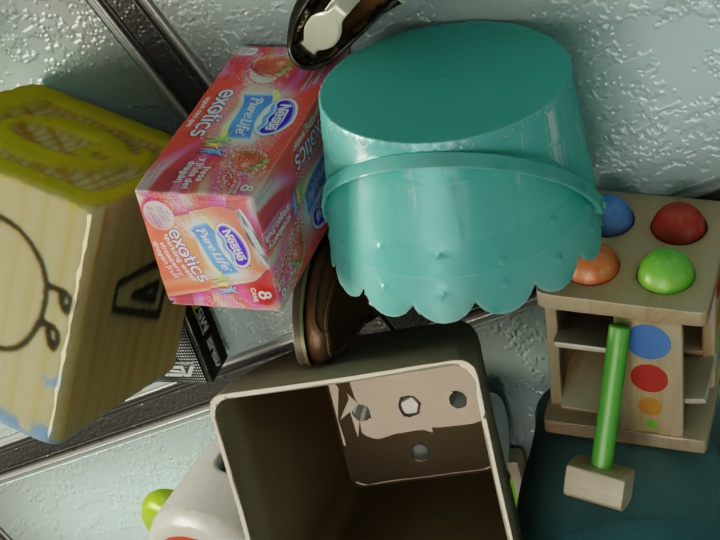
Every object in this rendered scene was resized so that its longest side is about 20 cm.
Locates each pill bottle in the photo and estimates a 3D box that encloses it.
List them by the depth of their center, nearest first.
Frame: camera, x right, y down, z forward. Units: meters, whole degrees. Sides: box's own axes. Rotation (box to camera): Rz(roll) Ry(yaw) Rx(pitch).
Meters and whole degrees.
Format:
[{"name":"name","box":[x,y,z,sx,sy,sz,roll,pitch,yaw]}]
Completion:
[{"name":"pill bottle","box":[0.023,0.150,1.305,0.198,0.114,0.115,1,129,24]}]

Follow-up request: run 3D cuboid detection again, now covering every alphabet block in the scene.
[{"name":"alphabet block","box":[-0.251,-0.013,1.179,0.194,0.196,0.202,20,113,15]}]

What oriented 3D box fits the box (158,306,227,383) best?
[{"name":"box","box":[-0.241,0.017,1.354,0.198,0.048,0.195,1,126,23]}]

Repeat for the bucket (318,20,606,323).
[{"name":"bucket","box":[0.066,-0.074,1.035,0.205,0.208,0.136,3,126,21]}]

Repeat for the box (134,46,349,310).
[{"name":"box","box":[-0.074,-0.072,1.091,0.094,0.201,0.103,4,129,20]}]

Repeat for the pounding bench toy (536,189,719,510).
[{"name":"pounding bench toy","box":[0.195,0.053,1.082,0.123,0.201,0.157,7,132,19]}]

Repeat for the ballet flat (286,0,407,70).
[{"name":"ballet flat","box":[0.011,-0.204,1.031,0.068,0.069,0.200,37,134,-8]}]

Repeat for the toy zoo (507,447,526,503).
[{"name":"toy zoo","box":[0.070,0.216,1.407,0.198,0.021,0.132,0,129,25]}]

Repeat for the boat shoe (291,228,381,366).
[{"name":"boat shoe","box":[0.000,0.000,1.125,0.067,0.201,0.073,2,125,15]}]

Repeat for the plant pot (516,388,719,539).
[{"name":"plant pot","box":[0.211,0.188,1.181,0.197,0.190,0.201,-1,144,-1]}]

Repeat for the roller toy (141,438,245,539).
[{"name":"roller toy","box":[-0.096,0.256,1.434,0.200,0.140,0.182,47,142,-13]}]

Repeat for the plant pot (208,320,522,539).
[{"name":"plant pot","box":[0.022,0.139,1.138,0.197,0.177,0.202,-9,108,15]}]
